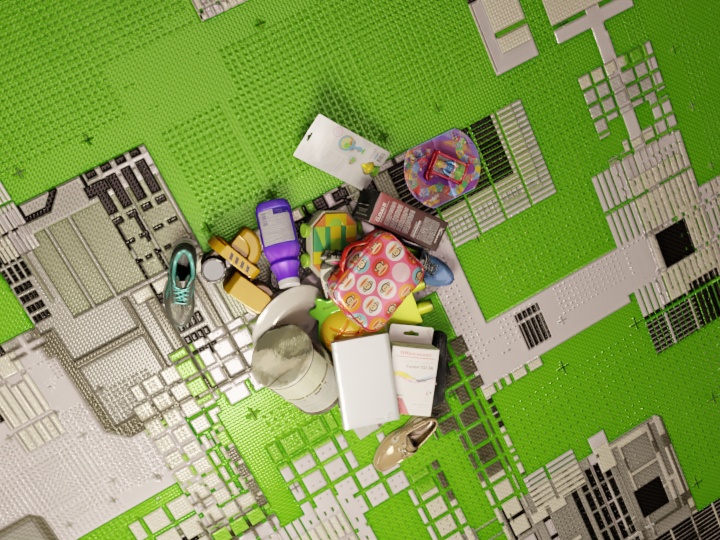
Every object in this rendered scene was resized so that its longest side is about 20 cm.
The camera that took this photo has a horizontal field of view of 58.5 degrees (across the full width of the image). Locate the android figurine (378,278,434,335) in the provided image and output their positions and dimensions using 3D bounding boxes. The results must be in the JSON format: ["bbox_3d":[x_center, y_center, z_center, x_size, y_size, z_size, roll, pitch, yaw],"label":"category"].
[{"bbox_3d":[0.072,0.086,1.557,0.199,0.041,0.183,-20,111,9],"label":"android figurine"}]

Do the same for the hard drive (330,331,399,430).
[{"bbox_3d":[0.011,0.248,1.452,0.131,0.026,0.201,-9,95,-11],"label":"hard drive"}]

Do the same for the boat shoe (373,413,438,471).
[{"bbox_3d":[0.113,0.437,1.632,0.200,0.065,0.071,-45,106,-3],"label":"boat shoe"}]

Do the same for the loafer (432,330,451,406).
[{"bbox_3d":[0.194,0.247,1.623,0.070,0.068,0.202,3,103,-22],"label":"loafer"}]

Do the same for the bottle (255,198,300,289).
[{"bbox_3d":[-0.179,-0.059,1.446,0.083,0.065,0.201,-14,76,-2],"label":"bottle"}]

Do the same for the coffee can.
[{"bbox_3d":[-0.134,0.226,1.448,0.146,0.146,0.200,-43,145,-4],"label":"coffee can"}]

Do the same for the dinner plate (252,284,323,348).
[{"bbox_3d":[-0.158,0.122,1.475,0.200,0.024,0.201,-31,143,-27],"label":"dinner plate"}]

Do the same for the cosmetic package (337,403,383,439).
[{"bbox_3d":[0.049,0.309,1.586,0.200,0.090,0.107,-35,101,-3],"label":"cosmetic package"}]

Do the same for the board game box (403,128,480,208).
[{"bbox_3d":[0.206,-0.246,1.558,0.199,0.039,0.159,-26,104,-8],"label":"board game box"}]

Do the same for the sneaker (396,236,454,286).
[{"bbox_3d":[0.142,-0.014,1.555,0.199,0.089,0.079,27,93,-16],"label":"sneaker"}]

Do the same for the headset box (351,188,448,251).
[{"bbox_3d":[0.080,-0.123,1.488,0.199,0.149,0.075,23,93,-19],"label":"headset box"}]

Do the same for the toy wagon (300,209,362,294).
[{"bbox_3d":[-0.065,-0.040,1.500,0.155,0.040,0.201,-6,101,-33],"label":"toy wagon"}]

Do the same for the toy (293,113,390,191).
[{"bbox_3d":[-0.043,-0.275,1.483,0.199,0.047,0.115,25,117,-25],"label":"toy"}]

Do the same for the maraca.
[{"bbox_3d":[-0.038,0.131,1.497,0.137,0.107,0.200,-24,120,6],"label":"maraca"}]

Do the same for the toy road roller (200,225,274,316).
[{"bbox_3d":[-0.257,-0.009,1.442,0.200,0.123,0.146,40,88,-16],"label":"toy road roller"}]

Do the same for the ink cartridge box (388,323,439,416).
[{"bbox_3d":[0.116,0.233,1.515,0.116,0.067,0.201,6,94,-10],"label":"ink cartridge box"}]

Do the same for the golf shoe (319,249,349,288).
[{"bbox_3d":[0.000,0.000,1.483,0.199,0.077,0.089,1,103,-20],"label":"golf shoe"}]

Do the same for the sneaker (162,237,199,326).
[{"bbox_3d":[-0.401,0.031,1.430,0.077,0.091,0.201,2,98,-13],"label":"sneaker"}]

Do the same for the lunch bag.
[{"bbox_3d":[0.023,0.014,1.405,0.200,0.082,0.176,-47,113,-5],"label":"lunch bag"}]

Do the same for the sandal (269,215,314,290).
[{"bbox_3d":[-0.142,-0.037,1.510,0.075,0.048,0.201,37,77,-15],"label":"sandal"}]
